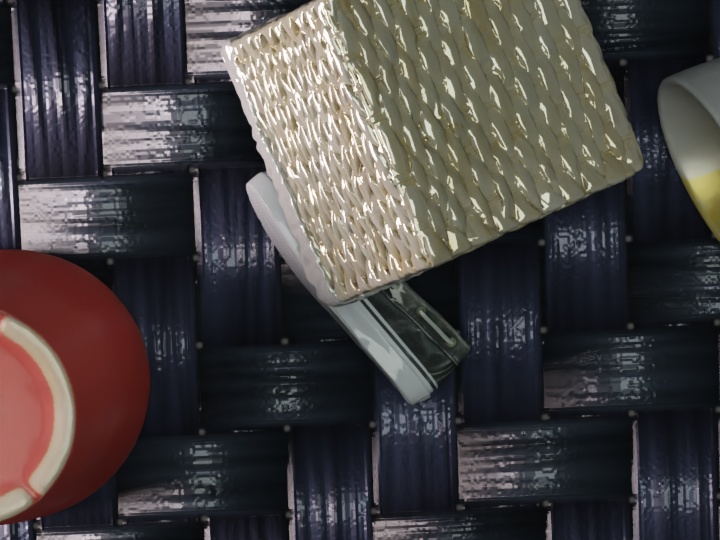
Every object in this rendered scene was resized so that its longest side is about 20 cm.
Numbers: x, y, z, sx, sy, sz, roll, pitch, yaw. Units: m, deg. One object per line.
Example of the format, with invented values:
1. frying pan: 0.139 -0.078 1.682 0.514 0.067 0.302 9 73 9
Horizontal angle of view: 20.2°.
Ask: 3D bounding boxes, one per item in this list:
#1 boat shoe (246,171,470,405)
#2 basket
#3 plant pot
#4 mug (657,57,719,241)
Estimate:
1. boat shoe: 0.000 0.000 1.423 0.071 0.072 0.200 -40 103 -6
2. basket: 0.048 -0.105 1.333 0.197 0.161 0.202 -24 95 -26
3. plant pot: -0.250 0.086 1.368 0.198 0.177 0.203 0 93 0
4. mug: 0.307 -0.089 1.395 0.152 0.187 0.150 -28 61 -7
